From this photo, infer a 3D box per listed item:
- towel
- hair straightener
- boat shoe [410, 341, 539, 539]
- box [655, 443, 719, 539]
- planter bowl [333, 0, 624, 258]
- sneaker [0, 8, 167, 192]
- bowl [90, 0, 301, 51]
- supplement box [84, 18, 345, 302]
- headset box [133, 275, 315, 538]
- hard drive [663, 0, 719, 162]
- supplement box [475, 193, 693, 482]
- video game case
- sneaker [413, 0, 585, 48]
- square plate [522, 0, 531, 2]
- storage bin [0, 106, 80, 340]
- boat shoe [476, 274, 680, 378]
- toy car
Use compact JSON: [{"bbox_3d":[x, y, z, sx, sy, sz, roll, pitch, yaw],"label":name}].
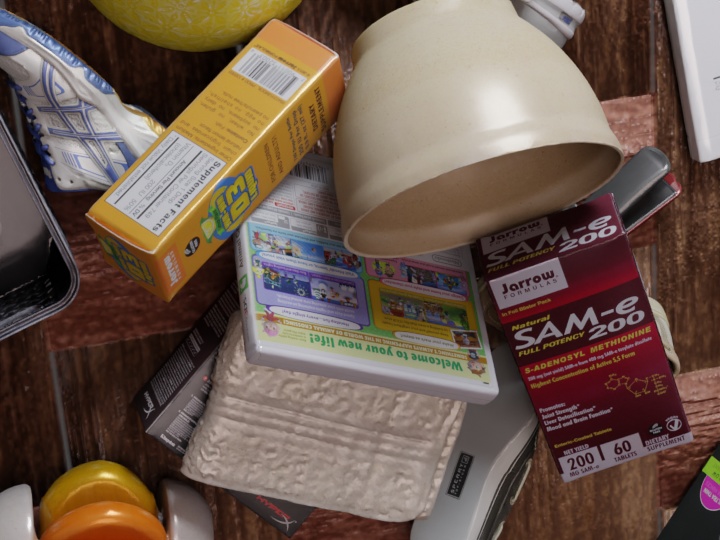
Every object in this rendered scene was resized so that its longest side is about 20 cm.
[{"bbox_3d":[-0.021,0.108,1.152,0.198,0.034,0.134,15,100,-19],"label":"towel"},{"bbox_3d":[0.160,-0.034,1.237,0.199,0.041,0.077,-34,141,3],"label":"hair straightener"},{"bbox_3d":[0.104,0.152,1.272,0.064,0.070,0.201,27,88,-54],"label":"boat shoe"},{"bbox_3d":[0.340,0.254,1.322,0.124,0.149,0.201,30,96,-23],"label":"box"},{"bbox_3d":[0.066,-0.107,1.083,0.198,0.200,0.136,-13,75,-13],"label":"planter bowl"},{"bbox_3d":[-0.204,-0.099,1.095,0.200,0.075,0.088,40,92,-22],"label":"sneaker"},{"bbox_3d":[-0.103,-0.242,1.066,0.198,0.108,0.202,-5,107,-16],"label":"bowl"},{"bbox_3d":[-0.094,-0.076,1.072,0.200,0.069,0.067,-47,154,-20],"label":"supplement box"},{"bbox_3d":[-0.051,0.075,1.191,0.149,0.077,0.200,39,91,-23],"label":"headset box"},{"bbox_3d":[0.307,-0.201,1.245,0.131,0.027,0.202,-18,111,-11],"label":"hard drive"},{"bbox_3d":[0.168,0.053,1.166,0.108,0.061,0.201,-20,121,9],"label":"supplement box"},{"bbox_3d":[0.000,0.000,1.130,0.198,0.183,0.022,12,142,-29],"label":"video game case"},{"bbox_3d":[0.071,-0.196,1.148,0.199,0.075,0.083,23,97,-22],"label":"sneaker"},{"bbox_3d":[0.087,-0.324,1.101,0.199,0.028,0.199,33,71,-21],"label":"square plate"},{"bbox_3d":[-0.292,-0.050,1.073,0.134,0.094,0.201,-27,111,-7],"label":"storage bin"},{"bbox_3d":[0.172,0.045,1.233,0.199,0.065,0.072,17,128,-33],"label":"boat shoe"},{"bbox_3d":[-0.191,0.251,1.161,0.173,0.150,0.202,-2,106,-17],"label":"toy car"}]
